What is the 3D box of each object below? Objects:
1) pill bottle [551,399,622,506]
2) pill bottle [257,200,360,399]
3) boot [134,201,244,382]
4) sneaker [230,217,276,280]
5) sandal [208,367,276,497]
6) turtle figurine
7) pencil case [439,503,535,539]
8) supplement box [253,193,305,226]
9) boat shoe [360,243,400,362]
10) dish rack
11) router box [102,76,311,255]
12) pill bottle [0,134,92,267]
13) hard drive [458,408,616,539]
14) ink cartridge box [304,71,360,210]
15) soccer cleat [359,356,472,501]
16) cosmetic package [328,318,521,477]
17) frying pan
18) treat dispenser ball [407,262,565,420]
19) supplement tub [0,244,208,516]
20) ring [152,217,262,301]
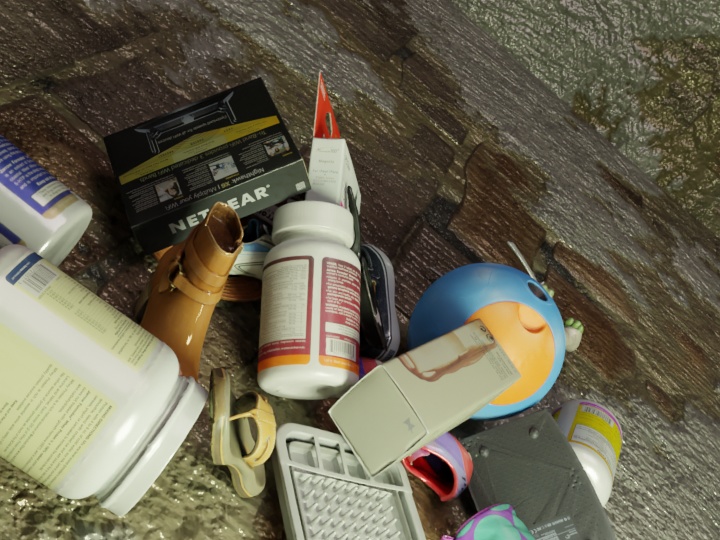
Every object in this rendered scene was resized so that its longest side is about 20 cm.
[{"bbox_3d":[0.279,0.254,1.247,0.104,0.104,0.200,44,28,3],"label":"pill bottle"},{"bbox_3d":[-0.054,0.033,1.046,0.109,0.110,0.200,18,64,-38],"label":"pill bottle"},{"bbox_3d":[-0.164,0.038,0.927,0.074,0.155,0.200,21,34,-35],"label":"boot"},{"bbox_3d":[-0.105,-0.019,1.125,0.200,0.073,0.072,14,14,-41],"label":"sneaker"},{"bbox_3d":[-0.099,0.144,0.847,0.200,0.054,0.080,80,1,-57],"label":"sandal"},{"bbox_3d":[0.240,0.053,1.444,0.194,0.144,0.200,20,38,-43],"label":"turtle figurine"},{"bbox_3d":[0.170,0.347,0.992,0.092,0.085,0.200,-20,58,-20],"label":"pencil case"},{"bbox_3d":[-0.106,-0.101,1.222,0.109,0.061,0.200,30,9,2],"label":"supplement box"},{"bbox_3d":[-0.006,0.026,1.238,0.091,0.071,0.200,29,32,-32],"label":"boat shoe"},{"bbox_3d":[-0.011,0.253,0.939,0.172,0.044,0.200,22,33,-35],"label":"dish rack"},{"bbox_3d":[-0.174,-0.121,1.079,0.052,0.200,0.157,75,-9,-51],"label":"router box"},{"bbox_3d":[-0.360,-0.073,0.873,0.200,0.120,0.120,40,27,-5],"label":"pill bottle"},{"bbox_3d":[0.203,0.270,1.113,0.042,0.135,0.200,77,-8,-53],"label":"hard drive"},{"bbox_3d":[-0.028,-0.124,1.190,0.043,0.174,0.200,5,-14,7],"label":"ink cartridge box"},{"bbox_3d":[0.050,0.179,1.100,0.200,0.067,0.076,46,23,0],"label":"soccer cleat"},{"bbox_3d":[0.073,0.133,1.035,0.200,0.103,0.087,-18,69,-53],"label":"cosmetic package"},{"bbox_3d":[0.001,0.008,1.111,0.115,0.031,0.190,-95,170,-68],"label":"frying pan"},{"bbox_3d":[0.160,0.090,1.224,0.201,0.201,0.201,31,29,-20],"label":"treat dispenser ball"},{"bbox_3d":[-0.239,0.090,0.766,0.200,0.145,0.145,37,28,-10],"label":"supplement tub"},{"bbox_3d":[-0.189,-0.036,1.150,0.200,0.019,0.201,30,30,-20],"label":"ring"}]
